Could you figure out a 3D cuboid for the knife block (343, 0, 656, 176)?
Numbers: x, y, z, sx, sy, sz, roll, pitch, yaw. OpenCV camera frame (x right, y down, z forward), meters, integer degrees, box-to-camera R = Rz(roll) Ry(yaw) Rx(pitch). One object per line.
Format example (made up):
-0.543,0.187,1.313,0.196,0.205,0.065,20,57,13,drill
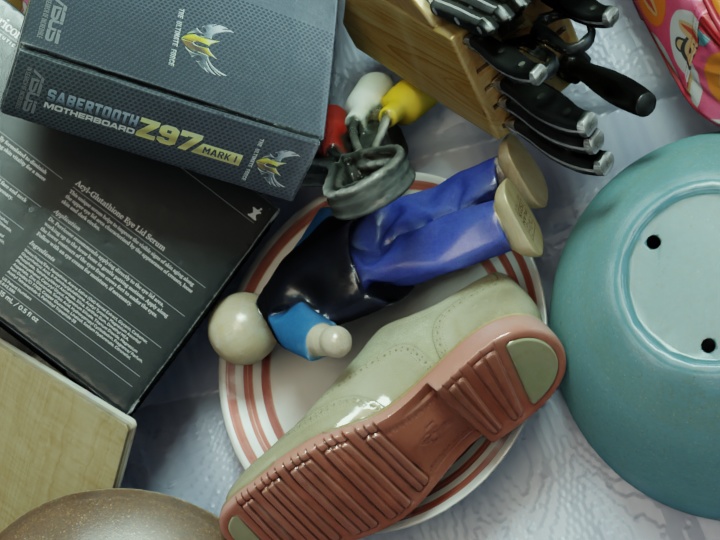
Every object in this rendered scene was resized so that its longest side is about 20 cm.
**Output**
0.070,-0.110,0.930,0.064,0.200,0.176,-37,82,-10,knife block

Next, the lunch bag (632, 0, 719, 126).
0.220,-0.178,0.936,0.175,0.082,0.201,-19,59,-11,lunch bag

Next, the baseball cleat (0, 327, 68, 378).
-0.193,0.011,1.066,0.106,0.070,0.202,18,87,6,baseball cleat

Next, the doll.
0.000,0.000,0.956,0.199,0.049,0.137,-24,32,25,doll

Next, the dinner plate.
0.012,0.045,0.993,0.199,0.024,0.202,-9,68,24,dinner plate

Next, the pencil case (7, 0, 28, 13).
-0.117,-0.130,1.049,0.199,0.086,0.083,33,117,18,pencil case

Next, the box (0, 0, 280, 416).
-0.165,-0.033,1.003,0.199,0.079,0.142,37,81,-2,box

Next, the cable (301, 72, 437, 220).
-0.009,-0.066,0.961,0.096,0.200,0.051,-19,100,13,cable

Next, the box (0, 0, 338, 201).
-0.092,-0.142,0.958,0.156,0.051,0.201,17,47,-13,box

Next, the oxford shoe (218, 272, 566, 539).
0.012,0.075,0.937,0.199,0.071,0.074,-32,37,7,oxford shoe

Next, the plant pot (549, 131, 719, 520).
0.179,0.017,0.898,0.198,0.135,0.202,-4,77,18,plant pot

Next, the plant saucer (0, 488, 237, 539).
-0.125,0.216,0.958,0.198,0.037,0.202,2,104,7,plant saucer

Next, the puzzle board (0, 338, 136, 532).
-0.203,0.131,1.013,0.150,0.017,0.201,29,117,22,puzzle board
